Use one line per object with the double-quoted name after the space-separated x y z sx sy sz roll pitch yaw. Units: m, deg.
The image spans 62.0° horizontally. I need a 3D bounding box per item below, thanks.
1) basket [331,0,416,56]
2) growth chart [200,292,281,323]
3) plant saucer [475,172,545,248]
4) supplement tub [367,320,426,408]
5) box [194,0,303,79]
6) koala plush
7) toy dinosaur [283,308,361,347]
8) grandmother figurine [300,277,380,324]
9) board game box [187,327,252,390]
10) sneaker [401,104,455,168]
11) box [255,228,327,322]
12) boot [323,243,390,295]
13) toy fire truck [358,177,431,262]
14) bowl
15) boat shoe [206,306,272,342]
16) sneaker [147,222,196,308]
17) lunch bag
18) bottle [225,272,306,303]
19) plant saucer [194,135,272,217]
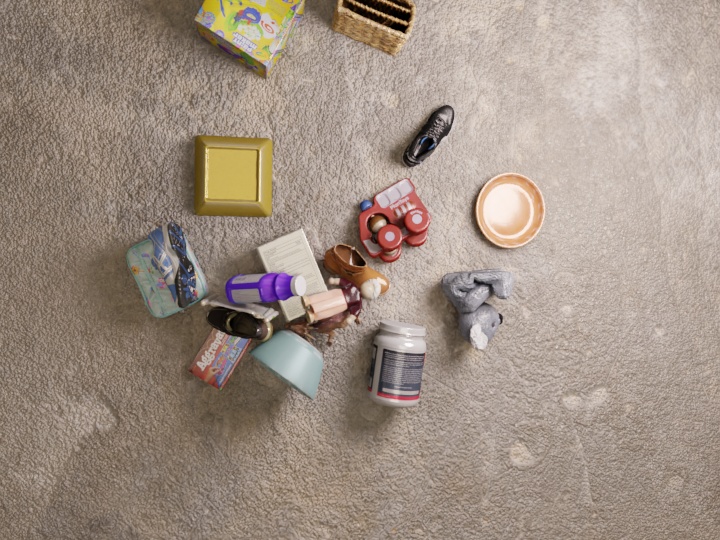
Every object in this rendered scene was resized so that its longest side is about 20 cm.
0.041 -0.655 1.501 0.197 0.149 0.145 20 90 -8 "basket"
-0.291 0.088 1.469 0.196 0.145 0.018 13 98 12 "growth chart"
0.404 -0.163 1.631 0.196 0.037 0.204 0 92 -7 "plant saucer"
0.096 0.240 1.551 0.138 0.140 0.204 8 92 -8 "supplement tub"
-0.269 -0.621 1.470 0.198 0.122 0.195 31 88 -9 "box"
0.303 0.104 1.570 0.180 0.177 0.204 -3 93 3 "koala plush"
-0.082 0.128 1.510 0.199 0.135 0.087 -34 71 20 "toy dinosaur"
-0.040 0.071 1.460 0.197 0.060 0.123 -19 88 -17 "grandmother figurine"
-0.349 0.196 1.545 0.102 0.019 0.202 31 88 -7 "board game box"
0.192 -0.351 1.554 0.073 0.112 0.201 38 87 -9 "sneaker"
-0.169 0.010 1.518 0.126 0.109 0.203 -23 95 -6 "box"
0.000 0.000 1.514 0.197 0.155 0.075 21 72 -8 "boot"
0.082 -0.130 1.561 0.198 0.112 0.169 -30 72 -6 "toy fire truck"
-0.169 0.223 1.494 0.200 0.201 0.106 39 75 -8 "bowl"
-0.307 0.124 1.473 0.197 0.065 0.075 9 80 27 "boat shoe"
-0.448 -0.009 1.426 0.076 0.076 0.204 -10 93 16 "sneaker"
-0.479 0.013 1.488 0.158 0.077 0.203 -24 95 -7 "lunch bag"
-0.222 0.041 1.417 0.197 0.083 0.067 -4 102 27 "bottle"
-0.322 -0.240 1.516 0.196 0.048 0.204 1 92 -9 "plant saucer"
